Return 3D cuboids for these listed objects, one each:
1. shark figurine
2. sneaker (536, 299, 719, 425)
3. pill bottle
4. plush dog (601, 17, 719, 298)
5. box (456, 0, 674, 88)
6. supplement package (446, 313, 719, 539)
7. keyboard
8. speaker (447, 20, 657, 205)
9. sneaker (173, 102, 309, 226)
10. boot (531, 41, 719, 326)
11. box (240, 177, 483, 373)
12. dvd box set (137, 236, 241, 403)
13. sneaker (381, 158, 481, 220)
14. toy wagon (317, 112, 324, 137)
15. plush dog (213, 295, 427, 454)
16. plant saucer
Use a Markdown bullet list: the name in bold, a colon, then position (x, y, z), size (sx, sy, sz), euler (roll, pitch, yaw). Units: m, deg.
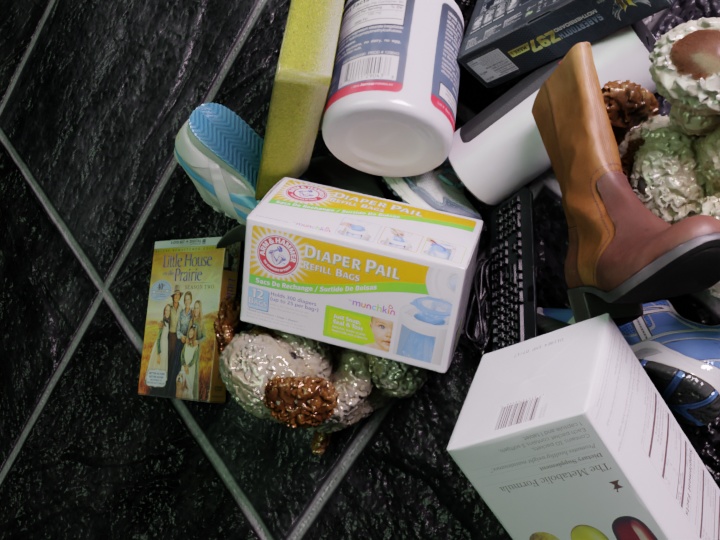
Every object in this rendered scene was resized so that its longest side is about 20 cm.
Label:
- **shark figurine**: position (-0.071, -0.094, 1.010), size (0.214, 0.089, 0.129), euler (-16, 69, 36)
- **sneaker**: position (0.220, 0.064, 0.744), size (0.077, 0.076, 0.200), euler (-43, 34, -22)
- **pill bottle**: position (0.036, -0.201, 0.851), size (0.119, 0.119, 0.201), euler (-13, 57, 38)
- **plush dog**: position (0.265, -0.078, 0.696), size (0.172, 0.160, 0.201), euler (-13, 90, 57)
- **box**: position (0.185, -0.260, 0.786), size (0.200, 0.051, 0.158), euler (-16, 47, 49)
- **supplement package**: position (0.172, 0.153, 0.659), size (0.114, 0.110, 0.200), euler (-24, 110, 35)
- **keyboard**: position (0.120, 0.033, 0.806), size (0.104, 0.039, 0.201), euler (127, 148, -66)
- **speaker**: position (0.175, -0.144, 0.810), size (0.200, 0.081, 0.081), euler (-36, 60, 31)
- **sneaker**: position (-0.113, -0.081, 0.959), size (0.200, 0.077, 0.081), euler (49, 143, -5)
- **boot**: position (0.189, -0.072, 0.660), size (0.068, 0.188, 0.201), euler (-6, 76, -5)
- **box**: position (0.000, 0.000, 0.835), size (0.199, 0.101, 0.113), euler (13, 120, 11)
- **dvd box set**: position (-0.214, 0.060, 1.136), size (0.146, 0.029, 0.201), euler (-1, 81, 41)
- **sneaker**: position (0.062, -0.116, 0.906), size (0.086, 0.077, 0.200), euler (-51, 53, 17)
- **toy wagon**: position (-0.020, -0.212, 0.978), size (0.155, 0.040, 0.200), euler (-49, 33, 11)
- **plush dog**: position (-0.063, 0.102, 0.890), size (0.200, 0.171, 0.161), euler (33, 101, 40)
- **plant saucer**: position (-0.053, -0.193, 0.866), size (0.200, 0.048, 0.200), euler (112, 168, -60)
